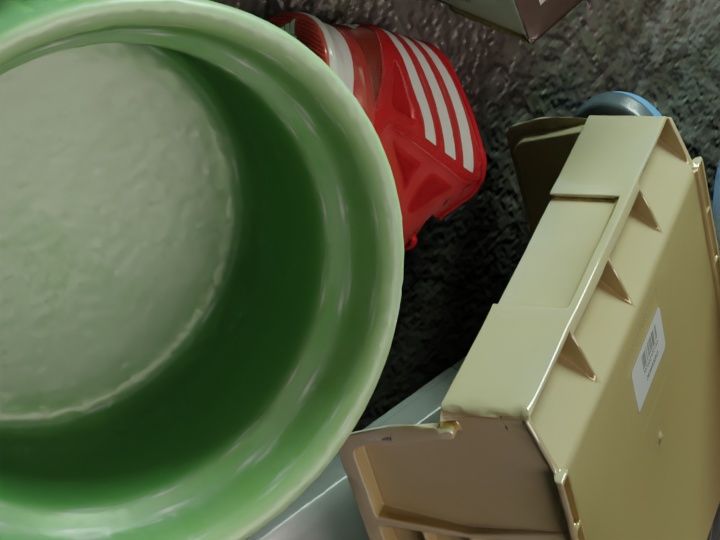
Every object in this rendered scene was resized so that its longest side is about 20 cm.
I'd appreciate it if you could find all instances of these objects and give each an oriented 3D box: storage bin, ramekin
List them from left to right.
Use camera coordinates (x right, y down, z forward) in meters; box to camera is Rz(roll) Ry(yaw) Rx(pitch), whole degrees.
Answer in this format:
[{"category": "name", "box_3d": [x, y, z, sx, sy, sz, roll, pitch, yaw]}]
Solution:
[{"category": "ramekin", "box_3d": [-0.094, -0.003, 0.615, 0.199, 0.098, 0.202, -11, 114, -25]}, {"category": "storage bin", "box_3d": [0.087, 0.067, 0.781, 0.200, 0.093, 0.200, -58, 141, -42]}]

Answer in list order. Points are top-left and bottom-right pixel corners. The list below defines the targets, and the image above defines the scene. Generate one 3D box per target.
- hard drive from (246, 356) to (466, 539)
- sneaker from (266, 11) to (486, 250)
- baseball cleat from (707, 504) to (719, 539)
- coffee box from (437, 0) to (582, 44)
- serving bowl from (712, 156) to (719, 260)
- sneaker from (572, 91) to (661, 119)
[{"category": "hard drive", "box_3d": [0.000, 0.141, 0.843, 0.199, 0.027, 0.133, -34, 129, -27]}, {"category": "sneaker", "box_3d": [0.000, 0.000, 0.740, 0.115, 0.078, 0.202, -2, 112, -40]}, {"category": "baseball cleat", "box_3d": [0.132, 0.147, 0.909, 0.200, 0.106, 0.070, -68, -177, -66]}, {"category": "coffee box", "box_3d": [0.049, -0.204, 0.682, 0.114, 0.080, 0.201, -39, 131, -18]}, {"category": "serving bowl", "box_3d": [0.234, -0.007, 0.880, 0.199, 0.066, 0.202, 14, 67, -38]}, {"category": "sneaker", "box_3d": [0.144, -0.014, 0.881, 0.079, 0.066, 0.201, -50, 136, -34]}]
